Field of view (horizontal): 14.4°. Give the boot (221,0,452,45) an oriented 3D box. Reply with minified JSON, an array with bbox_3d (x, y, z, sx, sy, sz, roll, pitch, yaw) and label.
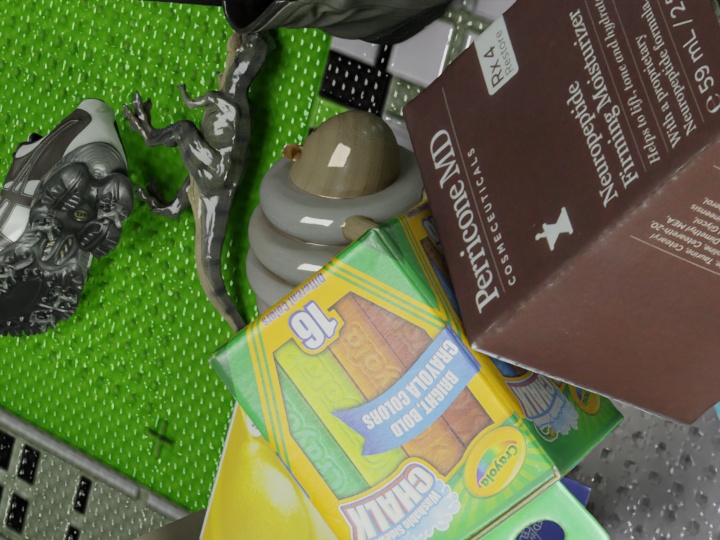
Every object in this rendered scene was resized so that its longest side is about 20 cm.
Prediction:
[{"bbox_3d":[0.025,-0.182,1.576,0.200,0.131,0.068,-35,71,34],"label":"boot"}]

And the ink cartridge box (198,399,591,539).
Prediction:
[{"bbox_3d":[0.007,0.165,1.598,0.200,0.047,0.198,25,119,17],"label":"ink cartridge box"}]

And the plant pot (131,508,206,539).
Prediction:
[{"bbox_3d":[-0.146,0.291,1.702,0.177,0.200,0.200,50,120,14],"label":"plant pot"}]

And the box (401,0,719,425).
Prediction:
[{"bbox_3d":[0.158,-0.057,1.425,0.200,0.164,0.166,-42,46,31],"label":"box"}]

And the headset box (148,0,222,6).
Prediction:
[{"bbox_3d":[-0.054,-0.235,1.610,0.200,0.174,0.093,-39,68,32],"label":"headset box"}]

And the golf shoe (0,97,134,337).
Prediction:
[{"bbox_3d":[-0.200,-0.031,1.813,0.200,0.078,0.095,-42,37,42],"label":"golf shoe"}]

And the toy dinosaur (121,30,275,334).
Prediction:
[{"bbox_3d":[-0.100,-0.064,1.739,0.088,0.047,0.200,12,102,31],"label":"toy dinosaur"}]

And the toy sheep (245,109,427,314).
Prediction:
[{"bbox_3d":[0.000,0.000,1.607,0.138,0.138,0.200,23,127,36],"label":"toy sheep"}]

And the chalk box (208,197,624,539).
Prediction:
[{"bbox_3d":[0.043,0.080,1.460,0.124,0.124,0.200,-39,85,22],"label":"chalk box"}]

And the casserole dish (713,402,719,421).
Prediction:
[{"bbox_3d":[0.258,0.089,1.458,0.121,0.039,0.200,-39,67,33],"label":"casserole dish"}]

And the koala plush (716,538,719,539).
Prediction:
[{"bbox_3d":[0.183,0.232,1.423,0.200,0.184,0.177,-46,41,20],"label":"koala plush"}]
